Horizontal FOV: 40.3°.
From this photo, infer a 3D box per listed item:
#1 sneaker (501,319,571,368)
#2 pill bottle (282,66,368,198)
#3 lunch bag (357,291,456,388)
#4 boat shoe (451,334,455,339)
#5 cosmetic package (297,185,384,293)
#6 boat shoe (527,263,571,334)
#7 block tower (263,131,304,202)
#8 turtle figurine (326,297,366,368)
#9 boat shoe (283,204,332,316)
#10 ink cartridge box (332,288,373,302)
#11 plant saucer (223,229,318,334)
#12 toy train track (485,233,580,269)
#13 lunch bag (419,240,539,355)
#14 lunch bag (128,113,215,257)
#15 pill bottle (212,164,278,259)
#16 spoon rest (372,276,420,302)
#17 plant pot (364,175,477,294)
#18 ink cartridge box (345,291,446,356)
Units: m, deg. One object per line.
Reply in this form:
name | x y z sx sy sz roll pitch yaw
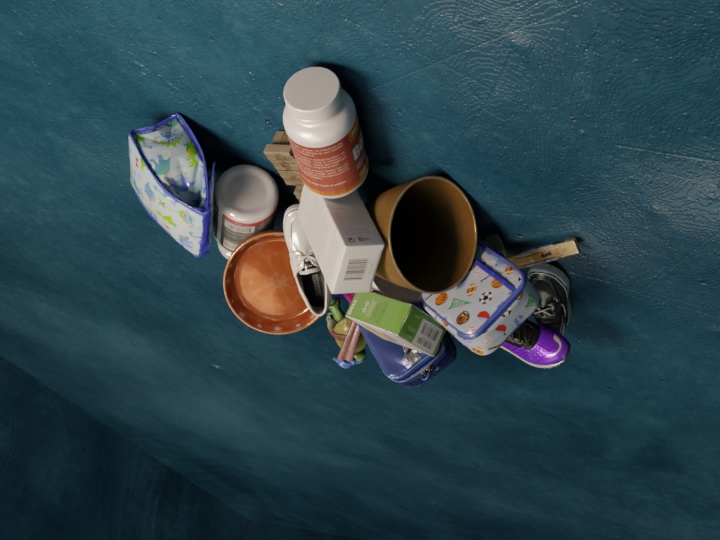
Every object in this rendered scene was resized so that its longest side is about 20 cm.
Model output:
sneaker | 0.273 0.111 1.746 0.199 0.070 0.099 20 167 38
pill bottle | -0.055 -0.209 1.489 0.111 0.113 0.201 12 152 17
lunch bag | 0.084 0.126 1.871 0.135 0.201 0.132 -38 151 11
boat shoe | 0.176 0.045 1.848 0.064 0.074 0.201 -18 131 12
cosmetic package | -0.035 -0.067 1.582 0.070 0.201 0.102 -3 133 -24
boat shoe | 0.334 0.060 1.752 0.071 0.068 0.201 9 151 23
block tower | -0.090 -0.159 1.671 0.053 0.058 0.200 4 150 29
turtle figurine | -0.010 0.079 2.028 0.143 0.199 0.195 25 142 47
boat shoe | -0.086 -0.016 1.714 0.073 0.066 0.202 -16 114 4
ink cartridge box | 0.000 0.000 1.819 0.199 0.037 0.095 -26 134 18
plant saucer | -0.149 0.020 1.780 0.198 0.032 0.202 -1 113 -2
toy train track | 0.285 -0.024 1.669 0.199 0.032 0.116 -16 104 40
lunch bag | 0.193 0.036 1.613 0.076 0.160 0.200 42 -179 -35
lunch bag | -0.314 -0.141 1.713 0.201 0.126 0.170 60 160 18
pill bottle | -0.214 -0.097 1.803 0.115 0.117 0.200 21 153 0
spoon rest | 0.094 0.037 1.762 0.199 0.100 0.060 35 136 -21
plant pot | 0.062 -0.056 1.638 0.186 0.188 0.199 37 159 -29
ink cartridge box | 0.045 0.084 1.718 0.103 0.060 0.199 33 170 -39
